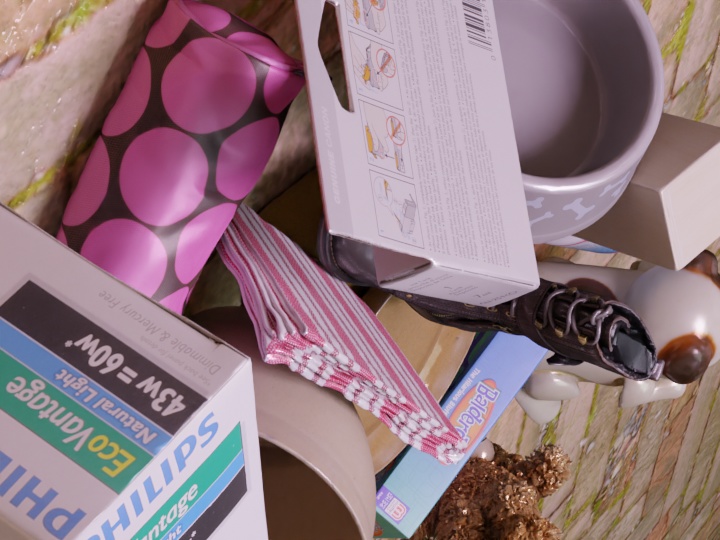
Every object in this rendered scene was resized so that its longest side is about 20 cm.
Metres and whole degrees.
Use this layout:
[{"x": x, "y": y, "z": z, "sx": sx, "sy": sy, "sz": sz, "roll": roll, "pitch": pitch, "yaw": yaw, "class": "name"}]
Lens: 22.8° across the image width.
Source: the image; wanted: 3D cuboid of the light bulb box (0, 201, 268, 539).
[{"x": -0.156, "y": 0.090, "z": 0.838, "sx": 0.125, "sy": 0.197, "sz": 0.201, "roll": -46, "pitch": 155, "yaw": -30, "class": "light bulb box"}]

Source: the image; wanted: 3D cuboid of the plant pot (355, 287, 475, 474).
[{"x": 0.023, "y": 0.061, "z": 1.251, "sx": 0.200, "sy": 0.027, "sz": 0.201, "roll": -46, "pitch": 154, "yaw": -30, "class": "plant pot"}]

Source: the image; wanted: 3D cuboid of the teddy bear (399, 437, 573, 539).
[{"x": 0.095, "y": 0.181, "z": 1.400, "sx": 0.144, "sy": 0.067, "sz": 0.200, "roll": -25, "pitch": -160, "yaw": 23, "class": "teddy bear"}]

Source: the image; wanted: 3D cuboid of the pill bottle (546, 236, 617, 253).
[{"x": 0.188, "y": -0.070, "z": 1.438, "sx": 0.110, "sy": 0.108, "sz": 0.200, "roll": -62, "pitch": 156, "yaw": 10, "class": "pill bottle"}]

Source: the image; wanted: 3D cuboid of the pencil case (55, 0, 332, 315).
[{"x": -0.100, "y": -0.037, "z": 0.939, "sx": 0.201, "sy": 0.090, "sz": 0.093, "roll": -60, "pitch": 157, "yaw": 10, "class": "pencil case"}]

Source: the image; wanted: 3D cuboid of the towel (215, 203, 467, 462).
[{"x": -0.024, "y": 0.032, "z": 1.044, "sx": 0.030, "sy": 0.147, "sz": 0.200, "roll": -42, "pitch": 140, "yaw": 8, "class": "towel"}]

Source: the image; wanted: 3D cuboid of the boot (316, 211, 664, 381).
[{"x": 0.085, "y": 0.008, "z": 1.095, "sx": 0.199, "sy": 0.173, "sz": 0.070, "roll": 28, "pitch": 83, "yaw": -50, "class": "boot"}]

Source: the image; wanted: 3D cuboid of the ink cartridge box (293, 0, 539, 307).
[{"x": 0.014, "y": -0.092, "z": 0.934, "sx": 0.044, "sy": 0.202, "sz": 0.175, "roll": -22, "pitch": 158, "yaw": 37, "class": "ink cartridge box"}]

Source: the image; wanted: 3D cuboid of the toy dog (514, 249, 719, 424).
[{"x": 0.219, "y": 0.037, "z": 1.500, "sx": 0.194, "sy": 0.198, "sz": 0.141, "roll": 46, "pitch": 51, "yaw": -45, "class": "toy dog"}]

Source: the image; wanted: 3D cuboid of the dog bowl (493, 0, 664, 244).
[{"x": 0.093, "y": -0.119, "z": 1.073, "sx": 0.200, "sy": 0.200, "sz": 0.059, "roll": -44, "pitch": 180, "yaw": -29, "class": "dog bowl"}]

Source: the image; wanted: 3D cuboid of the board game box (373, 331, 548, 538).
[{"x": 0.061, "y": 0.120, "z": 1.408, "sx": 0.200, "sy": 0.045, "sz": 0.152, "roll": -51, "pitch": -173, "yaw": -15, "class": "board game box"}]

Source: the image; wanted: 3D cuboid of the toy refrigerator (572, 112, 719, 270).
[{"x": 0.155, "y": -0.067, "z": 1.198, "sx": 0.076, "sy": 0.199, "sz": 0.070, "roll": -36, "pitch": 126, "yaw": -27, "class": "toy refrigerator"}]

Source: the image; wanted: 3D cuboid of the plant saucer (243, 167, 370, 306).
[{"x": 0.000, "y": 0.000, "z": 1.226, "sx": 0.200, "sy": 0.048, "sz": 0.201, "roll": -40, "pitch": 151, "yaw": -36, "class": "plant saucer"}]

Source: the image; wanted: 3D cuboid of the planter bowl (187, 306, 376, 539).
[{"x": -0.079, "y": 0.107, "z": 1.055, "sx": 0.135, "sy": 0.198, "sz": 0.202, "roll": -74, "pitch": 174, "yaw": -48, "class": "planter bowl"}]
